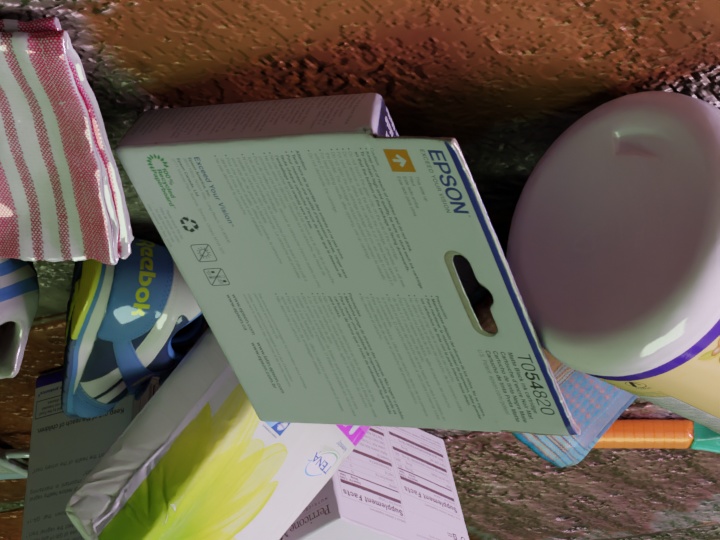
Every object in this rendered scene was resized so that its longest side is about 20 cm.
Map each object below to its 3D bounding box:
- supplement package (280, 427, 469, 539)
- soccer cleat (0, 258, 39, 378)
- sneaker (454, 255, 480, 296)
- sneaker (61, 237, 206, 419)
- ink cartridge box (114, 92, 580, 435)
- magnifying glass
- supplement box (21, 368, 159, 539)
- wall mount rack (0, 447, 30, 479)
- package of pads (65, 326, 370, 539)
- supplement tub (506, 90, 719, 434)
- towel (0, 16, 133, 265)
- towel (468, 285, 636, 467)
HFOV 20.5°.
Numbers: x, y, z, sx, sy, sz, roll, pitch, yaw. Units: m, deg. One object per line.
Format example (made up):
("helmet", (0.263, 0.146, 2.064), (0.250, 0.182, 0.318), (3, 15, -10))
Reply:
("supplement package", (-0.049, 0.192, 1.435), (0.200, 0.111, 0.156), (-34, 142, 26))
("soccer cleat", (-0.233, 0.000, 1.095), (0.070, 0.086, 0.200), (-7, 155, 18))
("sneaker", (0.058, 0.029, 1.154), (0.071, 0.073, 0.200), (-32, 144, 26))
("sneaker", (-0.139, 0.041, 1.206), (0.082, 0.074, 0.200), (4, 157, -12))
("ink cartridge box", (0.000, 0.000, 1.003), (0.200, 0.041, 0.200), (1, 132, 32))
("magnifying glass", (0.258, 0.118, 1.425), (0.200, 0.022, 0.080), (2, 157, 0))
("supplement box", (-0.158, 0.169, 1.337), (0.103, 0.200, 0.101), (-16, 151, 34))
("wall mount rack", (-0.302, 0.188, 1.543), (0.200, 0.075, 0.174), (-5, 158, 20))
("package of pads", (-0.075, 0.108, 1.214), (0.068, 0.200, 0.155), (36, 171, 26))
("supplement tub", (0.188, 0.006, 1.018), (0.145, 0.146, 0.200), (-20, 149, 40))
("towel", (-0.222, -0.056, 0.980), (0.200, 0.030, 0.146), (-3, 134, 9))
("towel", (0.127, 0.034, 1.135), (0.147, 0.022, 0.200), (-45, 145, 4))
